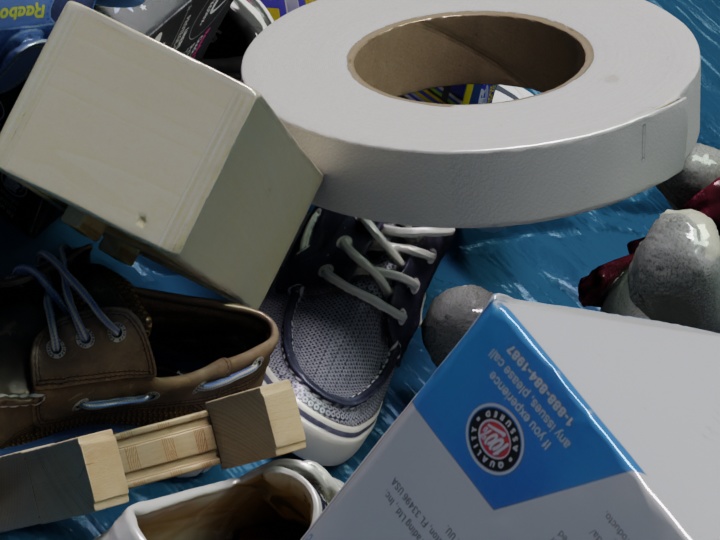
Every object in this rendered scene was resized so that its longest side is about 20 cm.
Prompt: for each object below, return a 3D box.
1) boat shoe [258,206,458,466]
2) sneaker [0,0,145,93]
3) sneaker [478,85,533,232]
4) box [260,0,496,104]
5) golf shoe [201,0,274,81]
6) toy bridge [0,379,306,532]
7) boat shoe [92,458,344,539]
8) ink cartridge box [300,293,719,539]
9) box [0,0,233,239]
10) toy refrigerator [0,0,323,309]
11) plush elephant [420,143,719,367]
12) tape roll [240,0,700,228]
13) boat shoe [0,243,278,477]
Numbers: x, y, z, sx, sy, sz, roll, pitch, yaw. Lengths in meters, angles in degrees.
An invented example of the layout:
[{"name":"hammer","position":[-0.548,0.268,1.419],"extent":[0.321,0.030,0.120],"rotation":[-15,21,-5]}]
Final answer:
[{"name":"boat shoe","position":[0.000,0.000,1.137],"extent":[0.074,0.093,0.200],"rotation":[33,24,-12]},{"name":"sneaker","position":[-0.142,-0.092,0.923],"extent":[0.200,0.074,0.083],"rotation":[-41,117,-39]},{"name":"sneaker","position":[0.017,-0.099,1.360],"extent":[0.129,0.080,0.200],"rotation":[24,27,-26]},{"name":"box","position":[-0.028,-0.134,1.290],"extent":[0.199,0.070,0.064],"rotation":[20,20,15]},{"name":"golf shoe","position":[-0.126,-0.140,1.192],"extent":[0.199,0.073,0.092],"rotation":[23,2,-12]},{"name":"toy bridge","position":[-0.106,0.071,0.884],"extent":[0.199,0.067,0.027],"rotation":[-11,86,-47]},{"name":"boat shoe","position":[-0.029,0.102,0.938],"extent":[0.199,0.070,0.071],"rotation":[3,41,-53]},{"name":"ink cartridge box","position":[0.064,0.135,0.849],"extent":[0.144,0.200,0.147],"rotation":[9,36,-52]},{"name":"box","position":[-0.159,-0.138,1.083],"extent":[0.200,0.132,0.115],"rotation":[40,48,5]},{"name":"toy refrigerator","position":[-0.071,-0.034,0.975],"extent":[0.076,0.070,0.200],"rotation":[26,-3,7]},{"name":"plush elephant","position":[0.157,-0.008,1.177],"extent":[0.199,0.164,0.156],"rotation":[28,57,-27]},{"name":"tape roll","position":[0.048,-0.077,1.136],"extent":[0.201,0.037,0.203],"rotation":[-2,27,1]},{"name":"boat shoe","position":[-0.111,0.026,0.957],"extent":[0.199,0.072,0.072],"rotation":[6,39,-51]}]
